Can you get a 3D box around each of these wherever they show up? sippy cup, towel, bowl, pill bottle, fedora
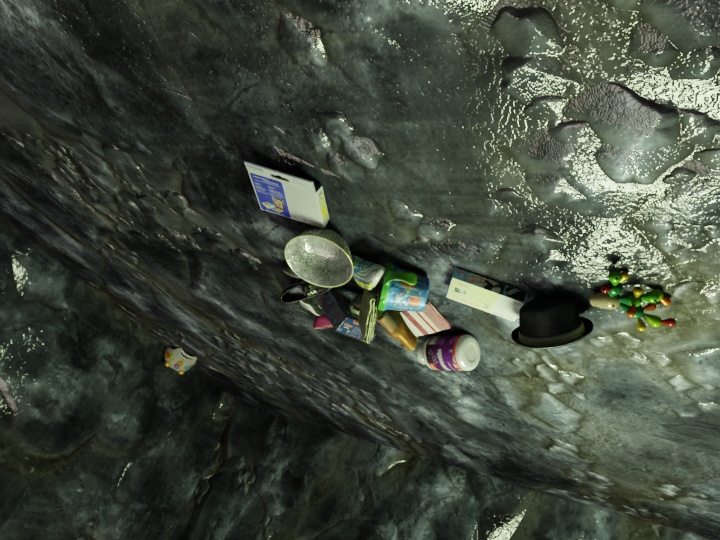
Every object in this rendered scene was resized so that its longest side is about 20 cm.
[{"bbox_3d":[0.124,0.056,1.587,0.129,0.141,0.178,12,-167,1],"label":"sippy cup"},{"bbox_3d":[0.166,0.161,1.786,0.199,0.023,0.144,-19,131,32],"label":"towel"},{"bbox_3d":[-0.104,-0.055,1.583,0.199,0.095,0.202,11,138,10],"label":"bowl"},{"bbox_3d":[0.022,0.117,1.673,0.036,0.150,0.200,8,-169,-5],"label":"towel"},{"bbox_3d":[0.281,0.267,1.832,0.199,0.113,0.112,-10,137,48],"label":"pill bottle"},{"bbox_3d":[0.471,0.121,1.412,0.199,0.200,0.092,-4,109,42],"label":"fedora"}]

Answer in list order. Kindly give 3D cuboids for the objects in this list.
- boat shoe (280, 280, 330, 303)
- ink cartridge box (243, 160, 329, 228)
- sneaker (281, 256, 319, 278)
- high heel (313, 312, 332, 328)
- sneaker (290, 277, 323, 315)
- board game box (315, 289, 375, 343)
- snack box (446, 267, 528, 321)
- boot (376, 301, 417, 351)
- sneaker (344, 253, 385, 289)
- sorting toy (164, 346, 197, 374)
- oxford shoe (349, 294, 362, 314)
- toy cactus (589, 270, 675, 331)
[{"bbox_3d":[-0.171,0.062,1.827,0.199,0.057,0.069,-20,108,23],"label":"boat shoe"},{"bbox_3d":[-0.187,-0.205,1.463,0.196,0.047,0.201,19,151,15],"label":"ink cartridge box"},{"bbox_3d":[-0.156,-0.026,1.720,0.198,0.077,0.115,10,148,21],"label":"sneaker"},{"bbox_3d":[-0.068,0.205,2.026,0.199,0.096,0.067,28,153,-6],"label":"high heel"},{"bbox_3d":[-0.195,0.088,1.955,0.079,0.074,0.201,12,151,34],"label":"sneaker"},{"bbox_3d":[-0.056,0.137,1.871,0.200,0.062,0.200,28,-164,-51],"label":"board game box"},{"bbox_3d":[0.335,0.066,1.516,0.198,0.037,0.117,20,152,10],"label":"snack box"},{"bbox_3d":[0.108,0.162,1.694,0.144,0.071,0.201,46,-169,-12],"label":"boot"},{"bbox_3d":[0.000,0.000,1.605,0.105,0.076,0.200,36,166,-7],"label":"sneaker"},{"bbox_3d":[-1.103,0.544,3.501,0.199,0.107,0.180,36,132,-21],"label":"sorting toy"},{"bbox_3d":[0.062,0.117,1.817,0.198,0.058,0.076,11,137,-6],"label":"oxford shoe"},{"bbox_3d":[0.596,0.075,1.277,0.199,0.103,0.165,28,164,-25],"label":"toy cactus"}]
